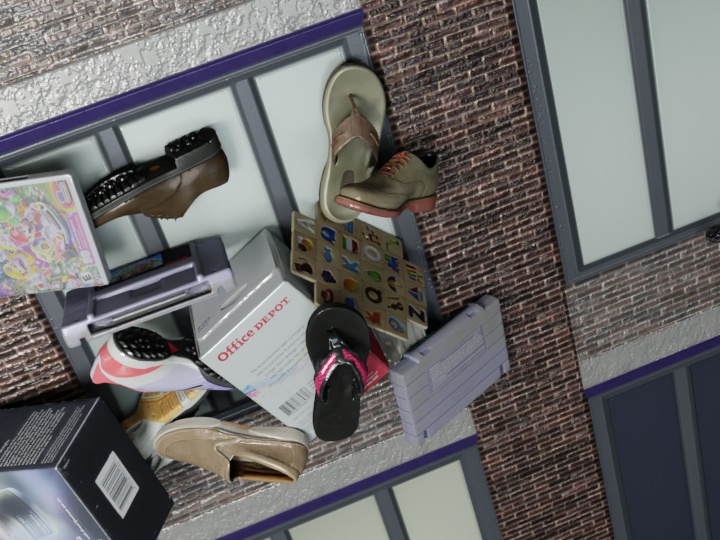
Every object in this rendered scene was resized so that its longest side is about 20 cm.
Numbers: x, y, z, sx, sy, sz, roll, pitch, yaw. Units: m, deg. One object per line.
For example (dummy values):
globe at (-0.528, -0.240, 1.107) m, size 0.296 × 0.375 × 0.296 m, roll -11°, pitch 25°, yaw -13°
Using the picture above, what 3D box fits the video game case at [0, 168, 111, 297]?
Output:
video game case at (-0.399, -0.036, 1.174) m, size 0.199 × 0.018 × 0.144 m, roll -7°, pitch 120°, yaw 9°

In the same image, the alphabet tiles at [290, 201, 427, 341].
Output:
alphabet tiles at (0.000, 0.000, 1.272) m, size 0.199 × 0.167 × 0.006 m, roll 23°, pitch 133°, yaw -26°

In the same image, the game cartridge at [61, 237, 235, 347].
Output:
game cartridge at (-0.250, 0.020, 1.211) m, size 0.199 × 0.130 × 0.039 m, roll -20°, pitch 116°, yaw -6°

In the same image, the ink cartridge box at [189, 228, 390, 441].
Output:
ink cartridge box at (-0.093, 0.079, 1.289) m, size 0.145 × 0.145 × 0.200 m, roll -41°, pitch 122°, yaw 9°

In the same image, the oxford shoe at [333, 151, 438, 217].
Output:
oxford shoe at (0.033, -0.108, 1.238) m, size 0.200 × 0.070 × 0.075 m, roll -18°, pitch 124°, yaw -60°

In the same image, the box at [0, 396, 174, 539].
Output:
box at (-0.374, 0.275, 1.273) m, size 0.198 × 0.123 × 0.200 m, roll -9°, pitch 124°, yaw 26°

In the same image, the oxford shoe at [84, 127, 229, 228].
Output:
oxford shoe at (-0.243, -0.084, 1.202) m, size 0.199 × 0.073 × 0.085 m, roll -25°, pitch 123°, yaw -3°

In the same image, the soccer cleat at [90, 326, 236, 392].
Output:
soccer cleat at (-0.232, 0.119, 1.255) m, size 0.200 × 0.068 × 0.073 m, roll 17°, pitch 126°, yaw -45°

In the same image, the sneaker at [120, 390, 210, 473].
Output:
sneaker at (-0.252, 0.198, 1.356) m, size 0.200 × 0.076 × 0.088 m, roll -45°, pitch 134°, yaw 14°

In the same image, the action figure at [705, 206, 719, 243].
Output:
action figure at (0.581, -0.013, 1.475) m, size 0.200 × 0.102 × 0.119 m, roll 39°, pitch 89°, yaw -28°

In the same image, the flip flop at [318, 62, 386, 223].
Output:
flip flop at (-0.009, -0.149, 1.245) m, size 0.081 × 0.058 × 0.201 m, roll 2°, pitch 111°, yaw -18°

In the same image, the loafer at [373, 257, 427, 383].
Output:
loafer at (0.052, 0.065, 1.381) m, size 0.070 × 0.070 × 0.201 m, roll -39°, pitch 127°, yaw -38°

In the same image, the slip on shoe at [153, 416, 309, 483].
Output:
slip on shoe at (-0.164, 0.230, 1.279) m, size 0.199 × 0.061 × 0.076 m, roll 4°, pitch 137°, yaw 6°

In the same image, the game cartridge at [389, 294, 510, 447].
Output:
game cartridge at (0.124, 0.132, 1.401) m, size 0.200 × 0.038 × 0.130 m, roll -35°, pitch 122°, yaw -32°

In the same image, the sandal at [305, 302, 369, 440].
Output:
sandal at (-0.023, 0.127, 1.213) m, size 0.075 × 0.045 × 0.201 m, roll -6°, pitch 121°, yaw -10°
